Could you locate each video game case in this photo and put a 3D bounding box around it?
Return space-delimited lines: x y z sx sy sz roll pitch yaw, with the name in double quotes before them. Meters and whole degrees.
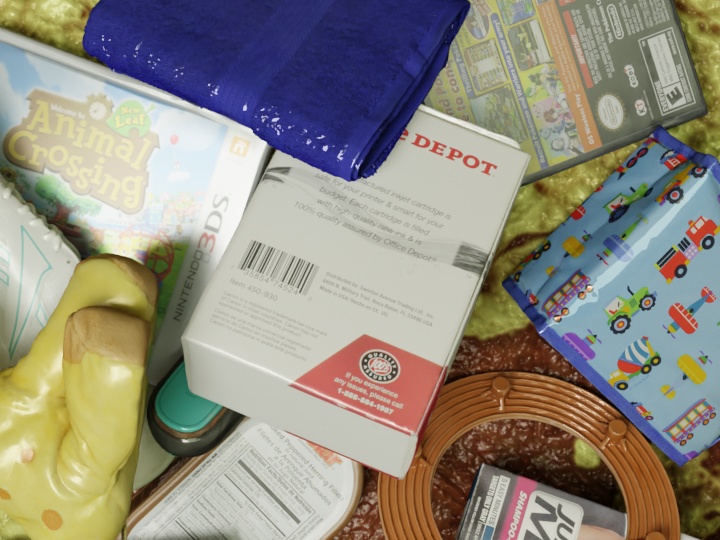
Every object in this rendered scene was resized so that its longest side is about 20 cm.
"video game case" -0.176 -0.039 0.868 0.198 0.022 0.184 20 96 1
"video game case" 0.113 -0.165 0.880 0.179 0.026 0.202 -21 100 -1

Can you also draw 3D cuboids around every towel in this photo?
"towel" -0.050 -0.141 0.811 0.199 0.050 0.148 27 62 15

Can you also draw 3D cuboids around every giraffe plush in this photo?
"giraffe plush" -0.203 0.084 0.745 0.160 0.173 0.202 7 91 -8

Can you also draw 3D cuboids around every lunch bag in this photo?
"lunch bag" 0.219 0.034 0.885 0.151 0.094 0.200 -44 111 7

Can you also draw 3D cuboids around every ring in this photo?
"ring" 0.110 0.147 0.858 0.198 0.202 0.019 4 142 -4

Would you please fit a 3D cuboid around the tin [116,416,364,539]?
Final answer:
"tin" -0.083 0.166 0.908 0.200 0.042 0.112 -43 103 3

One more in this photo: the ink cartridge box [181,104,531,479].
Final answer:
"ink cartridge box" 0.000 0.000 0.808 0.146 0.083 0.201 22 63 7

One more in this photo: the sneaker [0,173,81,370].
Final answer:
"sneaker" -0.215 -0.015 0.833 0.079 0.070 0.202 -16 103 -1

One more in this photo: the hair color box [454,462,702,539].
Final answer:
"hair color box" 0.156 0.210 0.880 0.198 0.061 0.101 19 69 5

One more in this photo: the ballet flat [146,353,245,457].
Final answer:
"ballet flat" -0.064 0.042 0.868 0.068 0.069 0.200 36 66 19

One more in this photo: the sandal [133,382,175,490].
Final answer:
"sandal" -0.211 0.124 0.882 0.199 0.057 0.081 -13 99 -3
